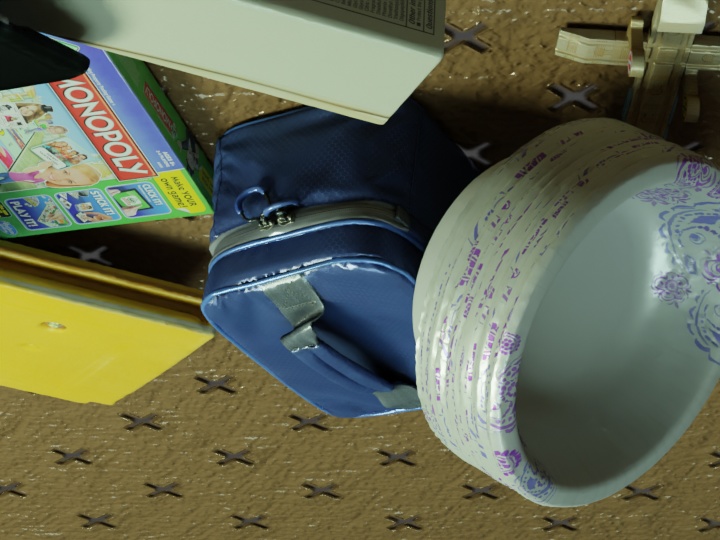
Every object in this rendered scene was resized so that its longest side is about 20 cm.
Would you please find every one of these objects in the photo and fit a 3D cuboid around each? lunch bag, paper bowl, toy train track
[{"bbox_3d":[0.000,0.000,1.372,0.136,0.132,0.200,-15,148,27],"label":"lunch bag"},{"bbox_3d":[0.107,0.016,1.296,0.104,0.201,0.201,28,170,38],"label":"paper bowl"},{"bbox_3d":[0.158,-0.084,1.311,0.115,0.033,0.200,3,152,-2],"label":"toy train track"}]

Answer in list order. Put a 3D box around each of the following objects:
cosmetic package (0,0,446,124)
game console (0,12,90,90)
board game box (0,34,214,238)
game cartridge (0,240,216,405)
[{"bbox_3d":[-0.063,-0.149,1.138,0.200,0.104,0.073,14,150,-19],"label":"cosmetic package"},{"bbox_3d":[-0.248,-0.139,1.078,0.200,0.116,0.176,-7,110,24],"label":"game console"},{"bbox_3d":[-0.174,-0.084,1.340,0.135,0.029,0.200,-6,150,16],"label":"board game box"},{"bbox_3d":[-0.205,0.034,1.529,0.176,0.032,0.200,15,159,-22],"label":"game cartridge"}]
